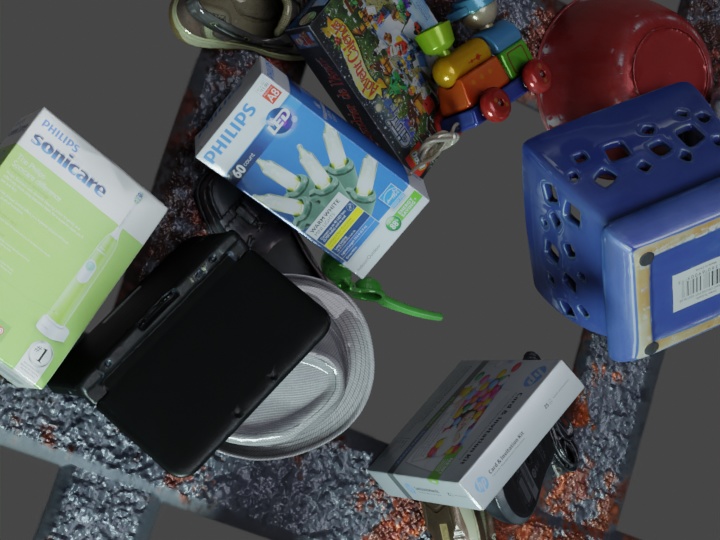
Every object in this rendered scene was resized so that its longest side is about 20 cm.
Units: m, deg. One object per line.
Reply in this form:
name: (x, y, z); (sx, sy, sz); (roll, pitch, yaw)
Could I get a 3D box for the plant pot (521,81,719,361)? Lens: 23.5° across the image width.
plant pot: (0.287, -0.038, 1.700); (0.198, 0.180, 0.201); (-21, 131, -13)

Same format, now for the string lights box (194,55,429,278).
string lights box: (-0.045, -0.094, 1.604); (0.199, 0.059, 0.103); (35, 106, -19)

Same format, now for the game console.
game console: (-0.155, 0.072, 1.539); (0.200, 0.176, 0.117); (-46, 107, -20)

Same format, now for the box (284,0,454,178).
box: (0.027, -0.200, 1.676); (0.201, 0.037, 0.137); (54, 56, -28)

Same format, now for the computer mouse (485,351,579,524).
computer mouse: (0.152, 0.184, 1.722); (0.139, 0.052, 0.200); (67, 30, -16)

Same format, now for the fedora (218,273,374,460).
fedora: (-0.080, 0.098, 1.588); (0.198, 0.090, 0.179); (-4, 102, -6)

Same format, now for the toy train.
toy train: (0.086, -0.185, 1.655); (0.200, 0.084, 0.116); (-35, 102, -39)

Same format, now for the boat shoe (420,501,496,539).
boat shoe: (0.114, 0.289, 1.724); (0.074, 0.074, 0.205); (-9, 95, -39)

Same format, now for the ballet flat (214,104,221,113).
ballet flat: (-0.049, -0.106, 1.651); (0.199, 0.046, 0.068); (29, 77, -12)

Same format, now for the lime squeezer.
lime squeezer: (0.000, 0.000, 1.702); (0.200, 0.038, 0.071); (48, 39, -16)

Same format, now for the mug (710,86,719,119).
mug: (0.423, -0.106, 1.753); (0.147, 0.175, 0.201); (-36, 81, 1)

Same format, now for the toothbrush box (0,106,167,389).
toothbrush box: (-0.290, -0.018, 1.526); (0.145, 0.086, 0.201); (39, 74, -20)

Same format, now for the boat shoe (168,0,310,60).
boat shoe: (-0.080, -0.239, 1.645); (0.198, 0.065, 0.074); (-6, 89, -27)

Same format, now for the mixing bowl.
mixing bowl: (0.293, -0.199, 1.804); (0.198, 0.108, 0.202); (1, 88, -27)

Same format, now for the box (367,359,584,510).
box: (0.106, 0.153, 1.651); (0.041, 0.200, 0.156); (48, 71, -16)

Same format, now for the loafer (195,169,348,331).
loafer: (-0.076, -0.017, 1.642); (0.072, 0.063, 0.201); (-43, 106, -21)
